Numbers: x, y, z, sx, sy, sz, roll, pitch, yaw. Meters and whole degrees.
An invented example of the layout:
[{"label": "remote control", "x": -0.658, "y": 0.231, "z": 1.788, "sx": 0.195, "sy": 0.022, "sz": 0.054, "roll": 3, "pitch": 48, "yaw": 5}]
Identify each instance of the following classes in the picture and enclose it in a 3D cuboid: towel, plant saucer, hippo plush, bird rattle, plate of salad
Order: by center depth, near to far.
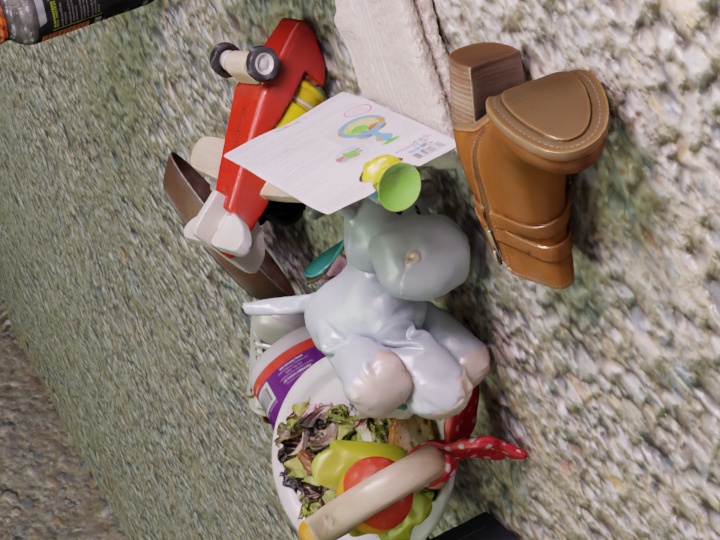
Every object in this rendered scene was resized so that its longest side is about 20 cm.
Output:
[{"label": "towel", "x": 0.026, "y": -0.170, "z": 1.274, "sx": 0.132, "sy": 0.034, "sz": 0.202, "roll": 6, "pitch": 117, "yaw": 70}, {"label": "hippo plush", "x": 0.036, "y": 0.007, "z": 1.349, "sx": 0.200, "sy": 0.158, "sz": 0.162, "roll": 41, "pitch": 123, "yaw": 43}, {"label": "bird rattle", "x": 0.035, "y": 0.184, "z": 1.407, "sx": 0.199, "sy": 0.163, "sz": 0.113, "roll": -27, "pitch": 89, "yaw": 45}, {"label": "plate of salad", "x": -0.004, "y": 0.172, "z": 1.551, "sx": 0.048, "sy": 0.200, "sz": 0.201, "roll": 6, "pitch": -129, "yaw": -60}, {"label": "plant saucer", "x": -0.144, "y": -0.038, "z": 1.755, "sx": 0.201, "sy": 0.034, "sz": 0.200, "roll": 50, "pitch": -177, "yaw": -3}]

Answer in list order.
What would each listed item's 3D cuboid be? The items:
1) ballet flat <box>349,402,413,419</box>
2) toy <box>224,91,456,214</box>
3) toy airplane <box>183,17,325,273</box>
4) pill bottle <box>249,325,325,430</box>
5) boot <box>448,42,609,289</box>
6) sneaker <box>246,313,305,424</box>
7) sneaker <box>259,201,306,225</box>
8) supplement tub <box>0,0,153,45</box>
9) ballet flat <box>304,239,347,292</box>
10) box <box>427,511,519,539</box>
[{"label": "ballet flat", "x": 0.032, "y": 0.085, "z": 1.469, "sx": 0.200, "sy": 0.069, "sz": 0.070, "roll": -72, "pitch": -35, "yaw": -73}, {"label": "toy", "x": -0.013, "y": -0.077, "z": 1.265, "sx": 0.200, "sy": 0.115, "sz": 0.048, "roll": 28, "pitch": 143, "yaw": 61}, {"label": "toy airplane", "x": -0.074, "y": -0.093, "z": 1.476, "sx": 0.199, "sy": 0.140, "sz": 0.201, "roll": -47, "pitch": 48, "yaw": 36}, {"label": "pill bottle", "x": -0.021, "y": 0.159, "z": 1.658, "sx": 0.201, "sy": 0.112, "sz": 0.113, "roll": 58, "pitch": 159, "yaw": 25}, {"label": "boot", "x": 0.119, "y": -0.055, "z": 1.096, "sx": 0.200, "sy": 0.073, "sz": 0.156, "roll": -124, "pitch": 19, "yaw": -64}, {"label": "sneaker", "x": -0.086, "y": 0.108, "z": 1.799, "sx": 0.200, "sy": 0.072, "sz": 0.085, "roll": 85, "pitch": -161, "yaw": -61}, {"label": "sneaker", "x": -0.094, "y": -0.074, "z": 1.651, "sx": 0.088, "sy": 0.073, "sz": 0.200, "roll": 66, "pitch": 159, "yaw": 15}, {"label": "supplement tub", "x": -0.325, "y": -0.320, "z": 1.813, "sx": 0.123, "sy": 0.199, "sz": 0.123, "roll": 53, "pitch": 156, "yaw": 36}, {"label": "ballet flat", "x": 0.000, "y": 0.000, "z": 1.509, "sx": 0.071, "sy": 0.069, "sz": 0.200, "roll": 47, "pitch": 161, "yaw": -2}, {"label": "box", "x": 0.105, "y": 0.317, "z": 1.438, "sx": 0.200, "sy": 0.147, "sz": 0.105, "roll": 36, "pitch": 145, "yaw": 59}]
